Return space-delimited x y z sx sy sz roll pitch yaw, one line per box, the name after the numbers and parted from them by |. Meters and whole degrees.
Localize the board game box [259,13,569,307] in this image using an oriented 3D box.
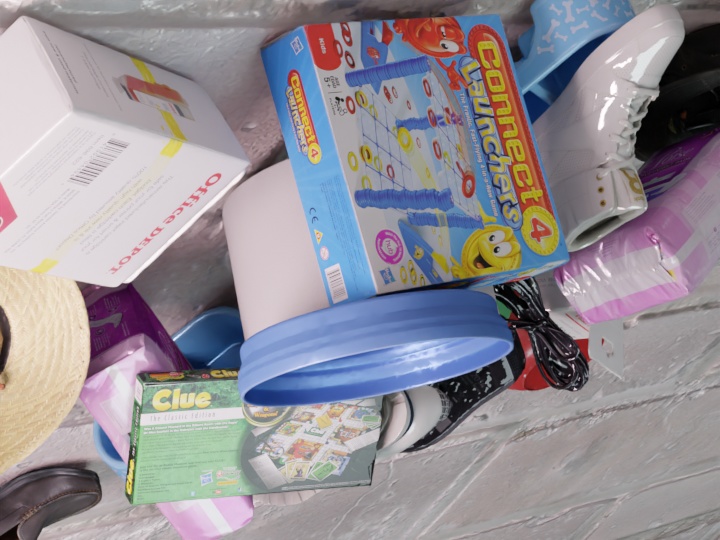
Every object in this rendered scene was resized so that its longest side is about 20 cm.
0.042 -0.082 1.394 0.195 0.201 0.056 -10 171 -41 | board game box

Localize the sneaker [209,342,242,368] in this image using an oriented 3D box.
-0.048 0.083 1.746 0.199 0.080 0.130 10 142 -43 | sneaker

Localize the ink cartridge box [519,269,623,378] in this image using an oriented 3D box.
0.187 -0.008 1.706 0.067 0.201 0.117 -6 163 22 | ink cartridge box

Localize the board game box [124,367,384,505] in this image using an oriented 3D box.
-0.079 0.123 1.470 0.199 0.023 0.105 -1 116 -24 | board game box

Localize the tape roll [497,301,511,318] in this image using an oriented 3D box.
0.053 0.069 1.749 0.200 0.048 0.201 -36 154 -21 | tape roll

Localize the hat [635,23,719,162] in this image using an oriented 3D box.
0.321 -0.171 1.706 0.200 0.081 0.201 -10 157 -4 | hat

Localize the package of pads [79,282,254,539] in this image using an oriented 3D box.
-0.160 0.110 1.515 0.076 0.121 0.200 -30 123 1 | package of pads

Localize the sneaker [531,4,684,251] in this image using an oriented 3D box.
0.206 -0.103 1.500 0.074 0.116 0.200 -1 140 -46 | sneaker

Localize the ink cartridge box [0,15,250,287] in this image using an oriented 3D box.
-0.192 -0.072 1.280 0.145 0.084 0.200 -40 154 19 | ink cartridge box

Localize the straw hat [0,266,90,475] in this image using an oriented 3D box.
-0.300 0.053 1.380 0.201 0.202 0.085 -25 -164 -16 | straw hat

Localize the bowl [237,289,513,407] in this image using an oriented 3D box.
0.009 0.056 1.374 0.200 0.039 0.201 -10 167 -2 | bowl

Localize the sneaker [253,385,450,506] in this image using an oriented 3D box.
-0.016 0.144 1.596 0.200 0.077 0.080 -23 168 35 | sneaker

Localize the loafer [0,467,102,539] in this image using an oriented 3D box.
-0.315 0.232 1.721 0.200 0.072 0.073 -15 150 -34 | loafer

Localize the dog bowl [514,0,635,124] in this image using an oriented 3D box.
0.141 -0.154 1.544 0.200 0.050 0.111 -39 155 15 | dog bowl

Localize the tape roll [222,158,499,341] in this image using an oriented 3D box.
0.000 0.000 1.510 0.202 0.140 0.203 -10 161 -3 | tape roll

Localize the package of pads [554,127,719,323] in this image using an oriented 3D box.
0.262 -0.042 1.616 0.120 0.076 0.200 -19 -162 47 | package of pads

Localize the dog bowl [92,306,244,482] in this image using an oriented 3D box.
-0.148 0.107 1.650 0.200 0.112 0.050 -37 141 12 | dog bowl

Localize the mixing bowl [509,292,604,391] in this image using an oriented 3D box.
0.175 0.049 1.914 0.200 0.109 0.200 -26 154 -14 | mixing bowl

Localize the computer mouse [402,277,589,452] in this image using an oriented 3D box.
0.083 0.083 1.637 0.200 0.053 0.139 -32 114 11 | computer mouse
